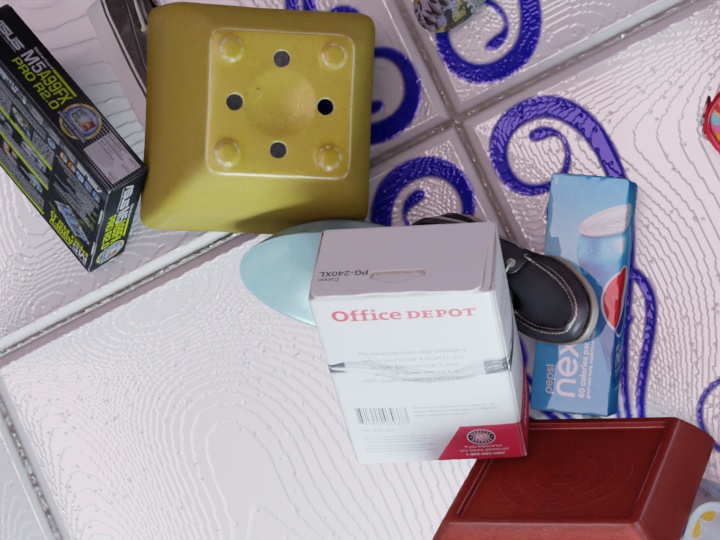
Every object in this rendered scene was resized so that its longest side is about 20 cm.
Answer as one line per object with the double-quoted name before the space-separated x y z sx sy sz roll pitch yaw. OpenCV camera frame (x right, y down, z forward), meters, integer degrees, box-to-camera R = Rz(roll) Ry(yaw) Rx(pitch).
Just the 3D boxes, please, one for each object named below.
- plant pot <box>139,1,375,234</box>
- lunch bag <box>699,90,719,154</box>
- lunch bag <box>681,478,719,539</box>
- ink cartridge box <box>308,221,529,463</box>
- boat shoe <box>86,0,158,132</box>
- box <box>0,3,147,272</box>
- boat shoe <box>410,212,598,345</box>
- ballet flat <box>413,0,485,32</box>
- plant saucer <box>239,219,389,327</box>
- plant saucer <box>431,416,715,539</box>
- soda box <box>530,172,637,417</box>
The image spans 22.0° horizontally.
"plant pot" -0.077 -0.131 1.531 0.194 0.200 0.196 2 89 -10
"lunch bag" 0.382 -0.096 1.508 0.176 0.082 0.200 -46 77 13
"lunch bag" 0.300 0.263 1.446 0.127 0.200 0.170 16 94 0
"ink cartridge box" 0.051 0.059 1.476 0.145 0.200 0.083 -3 44 12
"boat shoe" -0.174 -0.170 1.655 0.064 0.071 0.200 -32 79 13
"box" -0.276 -0.115 1.638 0.044 0.160 0.200 -35 77 -27
"boat shoe" 0.113 0.006 1.533 0.200 0.063 0.073 35 110 45
"ballet flat" 0.108 -0.294 1.586 0.072 0.072 0.200 40 99 12
"plant saucer" 0.000 0.000 1.555 0.201 0.201 0.039 4 64 15
"plant saucer" 0.166 0.172 1.480 0.200 0.200 0.037 -2 116 24
"soda box" 0.189 0.020 1.559 0.068 0.064 0.200 5 91 15
